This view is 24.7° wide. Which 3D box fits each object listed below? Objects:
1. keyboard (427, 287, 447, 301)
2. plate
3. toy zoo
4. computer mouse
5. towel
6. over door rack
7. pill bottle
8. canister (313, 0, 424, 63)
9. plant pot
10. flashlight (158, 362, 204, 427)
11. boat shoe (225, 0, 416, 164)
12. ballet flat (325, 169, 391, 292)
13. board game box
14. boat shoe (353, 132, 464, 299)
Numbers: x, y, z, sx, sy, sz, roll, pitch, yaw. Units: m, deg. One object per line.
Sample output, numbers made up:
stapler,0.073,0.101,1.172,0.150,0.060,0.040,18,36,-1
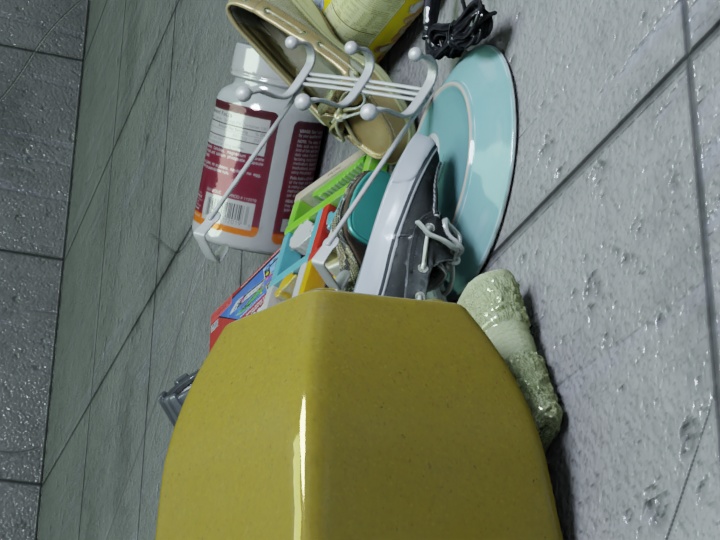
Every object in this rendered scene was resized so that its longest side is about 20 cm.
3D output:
keyboard,0.066,0.093,1.182,0.200,0.011,0.056,-103,22,-43
plate,0.068,-0.076,1.255,0.200,0.026,0.200,-172,90,-73
toy zoo,-0.037,-0.009,1.425,0.131,0.020,0.200,-32,34,47
computer mouse,0.088,-0.258,1.266,0.140,0.046,0.200,154,119,-74
towel,0.066,0.111,1.108,0.200,0.036,0.148,-59,32,37
over door rack,-0.041,-0.095,1.286,0.148,0.067,0.200,13,72,41
pill bottle,-0.098,-0.124,1.661,0.114,0.114,0.200,-142,63,-71
canister,0.005,-0.261,1.452,0.200,0.086,0.149,138,138,-62
plant pot,-0.006,0.120,1.006,0.195,0.194,0.200,-21,68,54
flashlight,-0.094,0.174,1.407,0.200,0.068,0.068,58,158,-12
boat shoe,-0.034,-0.164,1.398,0.201,0.063,0.073,52,137,10
ballet flat,0.000,0.000,1.302,0.075,0.068,0.200,-44,30,29
board game box,-0.073,0.015,1.518,0.200,0.019,0.103,-44,27,25
boat shoe,0.038,-0.010,1.175,0.074,0.068,0.200,107,-179,-53
